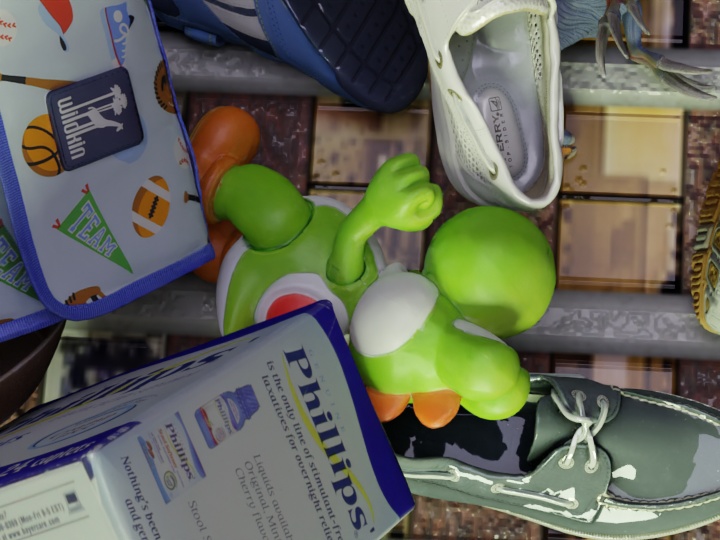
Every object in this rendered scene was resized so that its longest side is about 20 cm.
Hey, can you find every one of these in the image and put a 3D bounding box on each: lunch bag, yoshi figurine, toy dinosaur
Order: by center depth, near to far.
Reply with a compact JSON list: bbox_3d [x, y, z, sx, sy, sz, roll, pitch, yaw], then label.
[{"bbox_3d":[-0.176,-0.054,0.935,0.199,0.124,0.171,-17,105,-10],"label":"lunch bag"},{"bbox_3d":[0.010,-0.008,0.991,0.200,0.112,0.112,31,112,30],"label":"yoshi figurine"},{"bbox_3d":[0.125,-0.139,1.064,0.181,0.105,0.200,-31,42,7],"label":"toy dinosaur"}]

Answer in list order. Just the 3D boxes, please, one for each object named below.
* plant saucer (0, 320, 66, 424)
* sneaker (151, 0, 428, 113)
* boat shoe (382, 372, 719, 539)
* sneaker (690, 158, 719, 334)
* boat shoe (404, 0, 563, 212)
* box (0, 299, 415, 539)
[{"bbox_3d":[-0.225,0.052,0.992,0.199,0.200,0.035,-15,114,1],"label":"plant saucer"},{"bbox_3d":[-0.053,-0.145,1.069,0.200,0.082,0.074,39,56,-5],"label":"sneaker"},{"bbox_3d":[0.089,0.083,1.002,0.199,0.062,0.073,6,79,7],"label":"boat shoe"},{"bbox_3d":[0.222,-0.056,1.019,0.087,0.076,0.201,21,89,-10],"label":"sneaker"},{"bbox_3d":[0.057,-0.122,0.958,0.071,0.069,0.201,-20,104,-14],"label":"boat shoe"},{"bbox_3d":[-0.108,0.110,0.903,0.183,0.200,0.105,-20,95,30],"label":"box"}]
